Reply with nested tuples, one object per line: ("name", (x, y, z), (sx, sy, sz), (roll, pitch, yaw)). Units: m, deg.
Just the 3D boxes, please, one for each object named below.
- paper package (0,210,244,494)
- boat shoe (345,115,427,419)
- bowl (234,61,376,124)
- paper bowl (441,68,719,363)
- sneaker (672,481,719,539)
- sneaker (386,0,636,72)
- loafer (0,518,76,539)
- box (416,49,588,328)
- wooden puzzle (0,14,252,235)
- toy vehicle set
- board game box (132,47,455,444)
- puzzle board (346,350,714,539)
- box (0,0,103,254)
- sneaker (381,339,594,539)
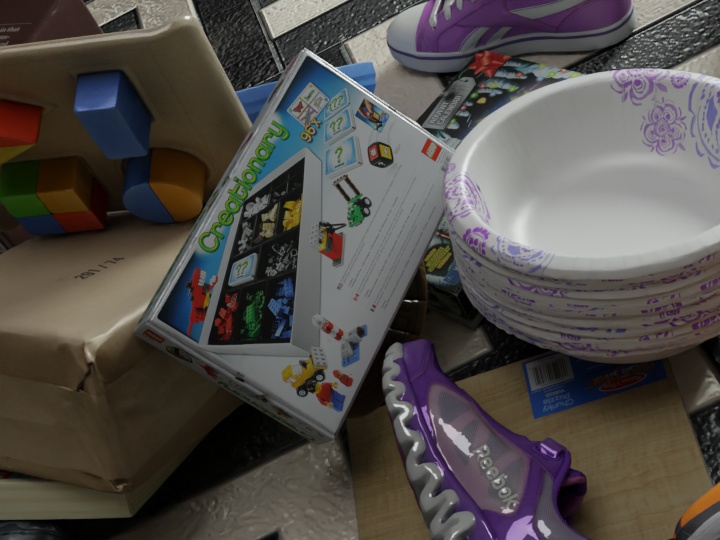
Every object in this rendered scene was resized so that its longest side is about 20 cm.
("paper package", (-0.166, 0.041, 0.854), (0.190, 0.104, 0.200), (5, 25, 32))
("boat shoe", (0.000, 0.000, 0.846), (0.065, 0.072, 0.200), (147, 135, -63))
("bowl", (-0.082, -0.109, 0.979), (0.200, 0.039, 0.201), (-15, 6, 2))
("paper bowl", (0.153, -0.024, 0.780), (0.200, 0.105, 0.201), (-9, 37, 7))
("sneaker", (0.230, 0.083, 0.684), (0.200, 0.078, 0.112), (-25, 37, -10))
("sneaker", (0.099, -0.219, 1.008), (0.200, 0.114, 0.073), (-7, 48, 25))
("loafer", (-0.273, 0.213, 0.831), (0.200, 0.073, 0.072), (-18, 47, 14))
("box", (0.081, -0.063, 0.921), (0.137, 0.040, 0.200), (22, 63, 42))
("wooden puzzle", (-0.172, -0.076, 0.835), (0.200, 0.185, 0.046), (-9, 61, 9))
("toy vehicle set", (-0.206, 0.119, 0.874), (0.200, 0.027, 0.124), (-6, 20, 23))
("board game box", (-0.029, -0.016, 0.781), (0.200, 0.126, 0.035), (-63, 14, -24))
("puzzle board", (0.092, 0.116, 0.762), (0.200, 0.017, 0.151), (-19, 42, 11))
("box", (-0.294, -0.098, 1.068), (0.164, 0.166, 0.200), (2, 51, 32))
("sneaker", (0.071, 0.112, 0.714), (0.088, 0.081, 0.200), (-22, 46, -2))
